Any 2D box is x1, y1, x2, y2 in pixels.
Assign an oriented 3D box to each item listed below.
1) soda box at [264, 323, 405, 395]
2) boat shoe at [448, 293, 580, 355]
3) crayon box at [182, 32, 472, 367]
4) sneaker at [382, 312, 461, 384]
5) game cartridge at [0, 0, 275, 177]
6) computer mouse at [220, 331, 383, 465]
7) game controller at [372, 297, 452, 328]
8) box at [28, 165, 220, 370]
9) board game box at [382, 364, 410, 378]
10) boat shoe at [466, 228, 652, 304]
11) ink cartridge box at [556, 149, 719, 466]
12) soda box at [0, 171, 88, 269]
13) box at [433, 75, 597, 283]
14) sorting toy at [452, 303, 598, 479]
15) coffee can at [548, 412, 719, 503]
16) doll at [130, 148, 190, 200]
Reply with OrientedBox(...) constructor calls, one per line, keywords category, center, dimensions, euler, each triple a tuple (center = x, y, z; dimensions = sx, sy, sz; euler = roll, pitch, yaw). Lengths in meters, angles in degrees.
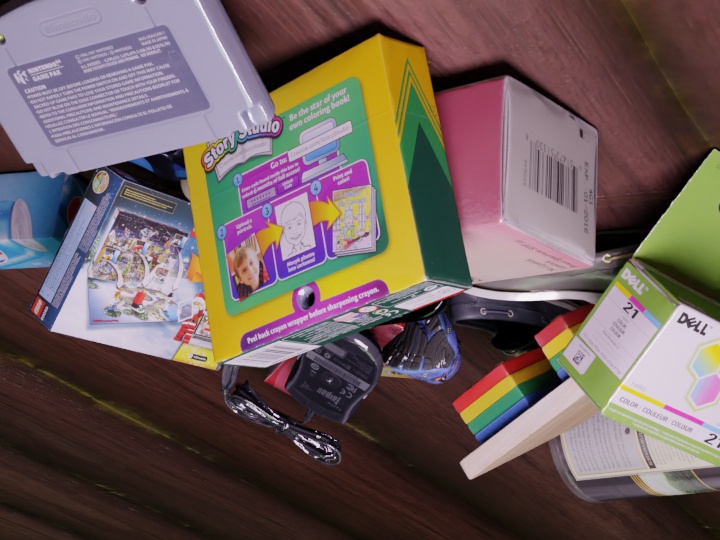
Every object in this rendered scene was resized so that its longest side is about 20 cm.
OrientedBox(category="soda box", center=(-0.020, 0.056, 1.445), dimensions=(0.063, 0.070, 0.200), euler=(28, 144, -12))
OrientedBox(category="boat shoe", center=(0.151, 0.050, 1.430), dimensions=(0.074, 0.063, 0.199), euler=(-15, 150, 43))
OrientedBox(category="crayon box", center=(-0.029, -0.043, 1.057), dimensions=(0.199, 0.174, 0.058), euler=(-22, 160, 37))
OrientedBox(category="sneaker", center=(0.064, 0.070, 1.413), dimensions=(0.078, 0.076, 0.200), euler=(30, 180, -9))
OrientedBox(category="game cartridge", center=(-0.169, -0.138, 1.027), dimensions=(0.199, 0.041, 0.134), euler=(-10, 128, 27))
OrientedBox(category="computer mouse", center=(-0.053, 0.089, 1.403), dimensions=(0.140, 0.046, 0.201), euler=(27, 139, 4))
OrientedBox(category="game controller", center=(0.000, 0.000, 1.301), dimensions=(0.199, 0.105, 0.042), euler=(-9, 149, 38))
OrientedBox(category="box", center=(-0.168, 0.002, 1.287), dimensions=(0.038, 0.137, 0.199), euler=(32, -172, 39))
OrientedBox(category="board game box", center=(-0.043, 0.070, 1.597), dimensions=(0.198, 0.035, 0.136), euler=(3, 158, 14))
OrientedBox(category="boat shoe", center=(0.166, -0.009, 1.278), dimensions=(0.200, 0.061, 0.072), euler=(3, -159, 26))
OrientedBox(category="ink cartridge box", center=(0.267, 0.030, 1.150), dimensions=(0.147, 0.201, 0.076), euler=(24, -162, -34))
OrientedBox(category="soda box", center=(-0.332, -0.043, 1.374), dimensions=(0.199, 0.068, 0.064), euler=(-3, 157, 28))
OrientedBox(category="box", center=(0.058, -0.055, 1.113), dimensions=(0.199, 0.110, 0.127), euler=(-10, 160, 39))
OrientedBox(category="sorting toy", center=(0.194, 0.082, 1.337), dimensions=(0.198, 0.070, 0.200), euler=(-17, 159, -49))
OrientedBox(category="coffee can", center=(0.306, 0.150, 1.508), dimensions=(0.146, 0.147, 0.199), euler=(25, 153, -37))
OrientedBox(category="doll", center=(-0.149, -0.102, 1.177), dimensions=(0.135, 0.049, 0.200), euler=(0, 163, 14))
